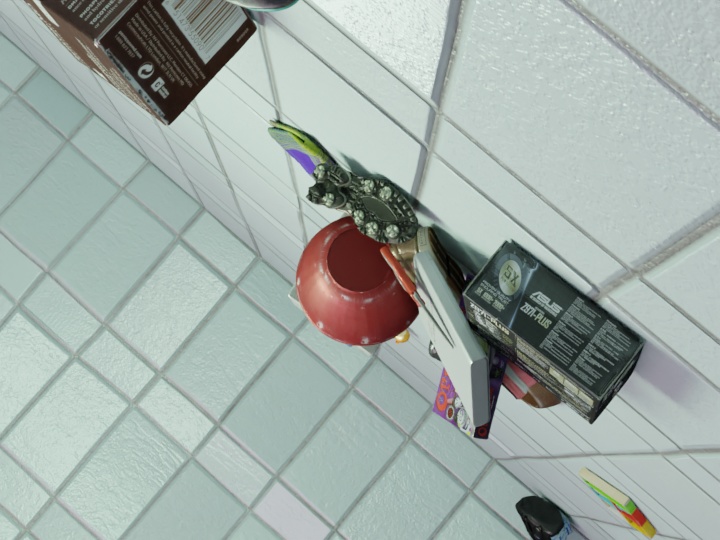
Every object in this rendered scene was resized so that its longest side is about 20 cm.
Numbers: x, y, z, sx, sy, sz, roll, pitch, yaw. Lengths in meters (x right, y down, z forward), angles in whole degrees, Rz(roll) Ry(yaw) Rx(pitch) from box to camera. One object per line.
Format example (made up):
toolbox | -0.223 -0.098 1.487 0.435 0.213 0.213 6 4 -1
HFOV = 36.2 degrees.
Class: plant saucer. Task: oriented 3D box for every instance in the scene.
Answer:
plant saucer | 0.258 0.176 1.904 0.200 0.035 0.200 39 172 7

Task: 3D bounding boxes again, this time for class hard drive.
hard drive | 0.119 0.087 1.439 0.133 0.026 0.201 82 168 -45

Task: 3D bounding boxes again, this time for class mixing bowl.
mixing bowl | 0.000 0.000 1.589 0.200 0.200 0.108 39 169 12

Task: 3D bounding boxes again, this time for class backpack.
backpack | 0.570 0.780 3.367 0.163 0.153 0.201 31 146 39

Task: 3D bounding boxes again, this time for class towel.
towel | -0.054 -0.146 1.686 0.200 0.023 0.143 47 171 -35

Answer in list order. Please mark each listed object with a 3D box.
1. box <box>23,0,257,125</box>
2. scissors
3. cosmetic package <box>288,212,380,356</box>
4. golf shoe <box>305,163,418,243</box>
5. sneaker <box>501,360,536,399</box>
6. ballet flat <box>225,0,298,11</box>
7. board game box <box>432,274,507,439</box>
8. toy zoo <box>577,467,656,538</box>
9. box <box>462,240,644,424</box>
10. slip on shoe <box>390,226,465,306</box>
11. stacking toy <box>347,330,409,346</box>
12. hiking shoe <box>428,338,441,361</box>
box | -0.262 -0.308 1.274 0.200 0.164 0.166 36 171 33
scissors | 0.070 0.031 1.440 0.073 0.014 0.200 60 179 -32
cosmetic package | -0.004 0.028 1.786 0.164 0.165 0.200 35 176 3
golf shoe | 0.017 -0.094 1.521 0.199 0.078 0.088 32 -166 38
sneaker | 0.222 0.099 1.542 0.074 0.087 0.201 46 -165 -26
ballet flat | -0.130 -0.301 1.048 0.200 0.073 0.073 37 172 43
board game box | 0.158 0.114 1.491 0.032 0.202 0.120 12 -175 -21
toy zoo | 0.543 0.493 2.304 0.131 0.020 0.200 32 168 49
box | 0.227 0.077 1.316 0.200 0.086 0.164 38 172 18
slip on shoe | 0.106 0.017 1.556 0.200 0.060 0.077 53 -154 -46
stacking toy | 0.035 0.129 2.531 0.199 0.117 0.110 17 161 43
hiking shoe | 0.184 0.112 1.652 0.100 0.076 0.199 21 -168 38
